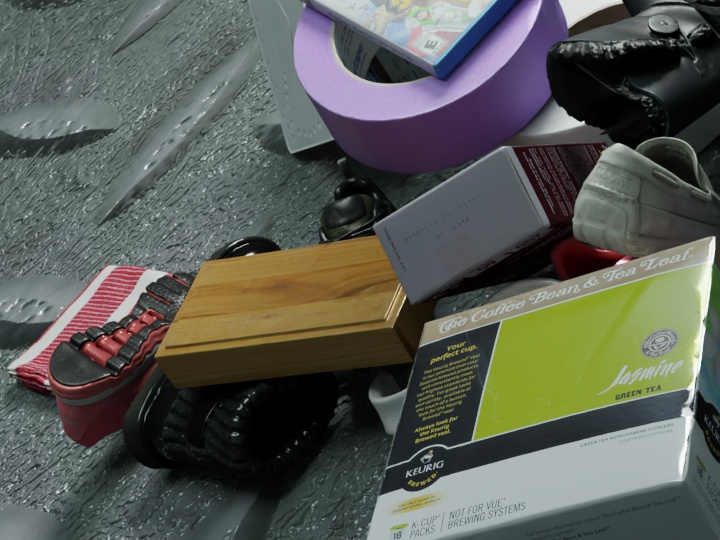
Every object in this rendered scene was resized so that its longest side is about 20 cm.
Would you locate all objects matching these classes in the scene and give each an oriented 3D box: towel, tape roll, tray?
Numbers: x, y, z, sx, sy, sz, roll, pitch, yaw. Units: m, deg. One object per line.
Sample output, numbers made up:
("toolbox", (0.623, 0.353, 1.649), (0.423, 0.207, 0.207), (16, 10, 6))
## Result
("towel", (-0.206, 0.052, 1.713), (0.144, 0.023, 0.199), (-49, 31, -23))
("tape roll", (0.052, -0.171, 1.514), (0.198, 0.066, 0.202), (-13, 51, 17))
("tray", (-0.041, 0.026, 1.409), (0.198, 0.037, 0.099), (-8, 40, 31))
("tape roll", (0.191, -0.143, 1.522), (0.201, 0.071, 0.203), (-26, 31, 17))

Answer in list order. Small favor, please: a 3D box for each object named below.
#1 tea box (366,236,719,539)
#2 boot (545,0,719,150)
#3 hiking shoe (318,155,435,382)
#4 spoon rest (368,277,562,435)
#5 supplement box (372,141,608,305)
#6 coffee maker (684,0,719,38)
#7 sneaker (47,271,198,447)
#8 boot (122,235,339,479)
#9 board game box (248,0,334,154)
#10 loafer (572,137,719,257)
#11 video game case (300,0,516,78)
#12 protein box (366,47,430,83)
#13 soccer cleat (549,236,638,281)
("tea box", (0.131, 0.112, 1.153), (0.199, 0.134, 0.198), (-17, 35, 30))
("boot", (0.185, -0.171, 1.375), (0.167, 0.077, 0.200), (-24, 53, -32))
("hiking shoe", (0.000, 0.000, 1.487), (0.075, 0.101, 0.201), (-29, 30, 13))
("spoon rest", (0.082, 0.068, 1.323), (0.199, 0.100, 0.061), (-24, 9, 38))
("supplement box", (0.101, -0.034, 1.352), (0.108, 0.061, 0.200), (-31, -8, 25))
("coffee maker", (0.315, -0.164, 1.288), (0.134, 0.201, 0.192), (6, 49, 49))
("sneaker", (-0.162, 0.070, 1.592), (0.199, 0.087, 0.074), (-28, 45, -35))
("boot", (-0.074, 0.063, 1.493), (0.157, 0.079, 0.212), (-8, 50, 51))
("board game box", (-0.055, -0.204, 1.703), (0.026, 0.202, 0.200), (-16, 3, -13))
("loafer", (0.198, -0.048, 1.285), (0.069, 0.200, 0.070), (20, 102, 26))
("video game case", (0.039, -0.232, 1.511), (0.143, 0.018, 0.199), (-47, 49, -11))
("protein box", (0.068, -0.238, 1.723), (0.199, 0.135, 0.199), (-37, 30, -2))
("soccer cleat", (0.198, 0.022, 1.270), (0.067, 0.077, 0.199), (-48, 31, -21))
